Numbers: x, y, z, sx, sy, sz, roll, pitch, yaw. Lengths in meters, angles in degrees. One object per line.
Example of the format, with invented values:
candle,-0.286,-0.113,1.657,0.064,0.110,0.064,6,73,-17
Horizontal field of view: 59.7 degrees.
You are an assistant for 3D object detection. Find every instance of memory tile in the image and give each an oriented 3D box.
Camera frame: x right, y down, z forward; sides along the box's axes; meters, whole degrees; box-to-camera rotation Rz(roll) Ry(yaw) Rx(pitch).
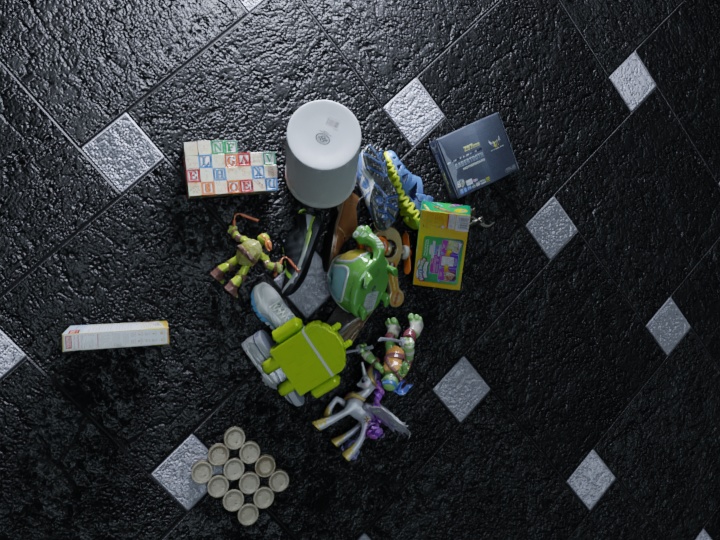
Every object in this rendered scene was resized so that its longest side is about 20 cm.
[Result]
memory tile,-0.272,0.468,1.433,0.153,0.017,0.200,-46,104,-13

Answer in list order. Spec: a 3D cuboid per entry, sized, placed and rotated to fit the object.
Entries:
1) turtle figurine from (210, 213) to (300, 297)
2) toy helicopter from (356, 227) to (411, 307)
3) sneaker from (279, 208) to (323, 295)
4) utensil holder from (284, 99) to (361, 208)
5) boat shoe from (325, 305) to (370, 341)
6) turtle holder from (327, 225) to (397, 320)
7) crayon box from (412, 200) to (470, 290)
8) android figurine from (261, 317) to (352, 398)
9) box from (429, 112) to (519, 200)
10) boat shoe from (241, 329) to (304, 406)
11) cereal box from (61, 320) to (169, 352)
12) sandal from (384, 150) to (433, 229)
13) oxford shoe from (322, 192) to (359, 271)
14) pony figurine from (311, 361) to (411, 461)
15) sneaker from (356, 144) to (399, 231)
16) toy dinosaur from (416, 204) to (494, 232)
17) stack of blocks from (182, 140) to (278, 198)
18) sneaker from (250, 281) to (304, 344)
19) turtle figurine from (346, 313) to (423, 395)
turtle figurine,-0.244,-0.022,1.388,0.200,0.064,0.162,41,86,6
toy helicopter,0.077,-0.010,1.530,0.131,0.079,0.203,-20,108,-27
sneaker,-0.153,-0.042,1.453,0.082,0.072,0.203,21,83,6
utensil holder,-0.084,-0.249,1.367,0.167,0.200,0.173,1,76,-5
boat shoe,-0.037,0.134,1.489,0.199,0.075,0.072,-39,136,-23
turtle holder,-0.007,0.009,1.419,0.141,0.131,0.187,-42,144,-32
crayon box,0.193,-0.057,1.501,0.117,0.058,0.203,7,118,6
android figurine,-0.113,0.188,1.369,0.199,0.041,0.183,-34,100,8
box,0.291,-0.291,1.599,0.198,0.051,0.160,-25,98,-17
boat shoe,-0.199,0.231,1.435,0.065,0.074,0.202,-28,99,12
cereal box,-0.496,0.132,1.283,0.197,0.144,0.040,-2,93,-18
sandal,0.113,-0.205,1.530,0.087,0.079,0.202,-36,110,-18
oxford shoe,-0.043,-0.091,1.478,0.070,0.071,0.203,16,84,-22
pony figurine,0.014,0.341,1.468,0.200,0.167,0.193,-44,88,-9
sneaker,0.037,-0.191,1.487,0.075,0.077,0.203,-7,85,-26
toy dinosaur,0.245,-0.131,1.568,0.198,0.102,0.078,-14,102,-27
stack of blocks,-0.289,-0.227,1.394,0.197,0.058,0.117,-6,92,-19
sneaker,-0.171,0.109,1.414,0.075,0.086,0.202,-38,99,-41
turtle figurine,0.065,0.164,1.445,0.199,0.144,0.195,35,40,-5
